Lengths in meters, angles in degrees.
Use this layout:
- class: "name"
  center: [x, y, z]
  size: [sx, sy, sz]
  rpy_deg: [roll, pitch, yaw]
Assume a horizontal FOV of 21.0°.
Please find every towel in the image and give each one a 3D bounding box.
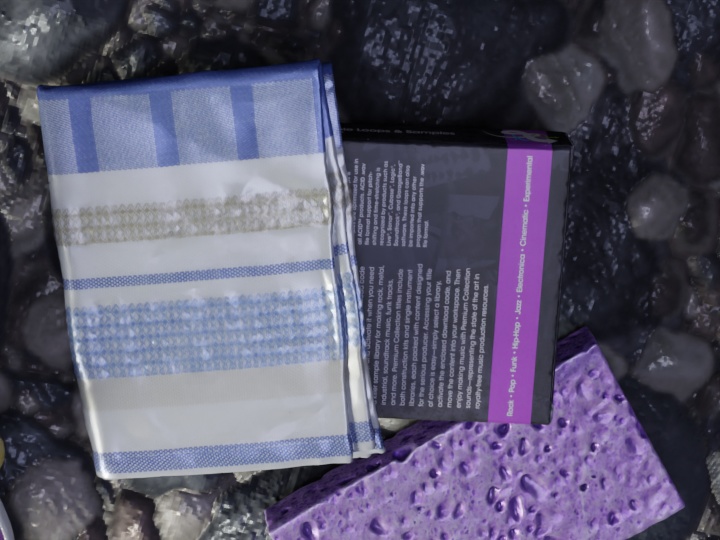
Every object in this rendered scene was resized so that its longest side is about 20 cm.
- class: "towel"
  center: [-0.070, 0.003, 0.925]
  size: [0.145, 0.024, 0.202]
  rpy_deg: [-6, 106, 5]

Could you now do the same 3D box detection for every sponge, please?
- class: "sponge"
  center: [0.061, 0.125, 1.025]
  size: [0.199, 0.030, 0.112]
  rpy_deg: [-29, 111, 1]

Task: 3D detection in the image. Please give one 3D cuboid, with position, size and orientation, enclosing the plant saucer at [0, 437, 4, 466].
- class: "plant saucer"
  center: [-0.299, 0.128, 0.951]
  size: [0.198, 0.049, 0.201]
  rpy_deg: [21, 105, -16]

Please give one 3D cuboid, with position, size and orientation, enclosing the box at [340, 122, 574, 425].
- class: "box"
  center: [0.000, 0.000, 0.954]
  size: [0.198, 0.036, 0.145]
  rpy_deg: [2, 108, -3]

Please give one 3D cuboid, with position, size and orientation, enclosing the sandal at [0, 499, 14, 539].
- class: "sandal"
  center: [-0.209, 0.104, 0.907]
  size: [0.082, 0.050, 0.205]
  rpy_deg: [-8, 110, -7]
